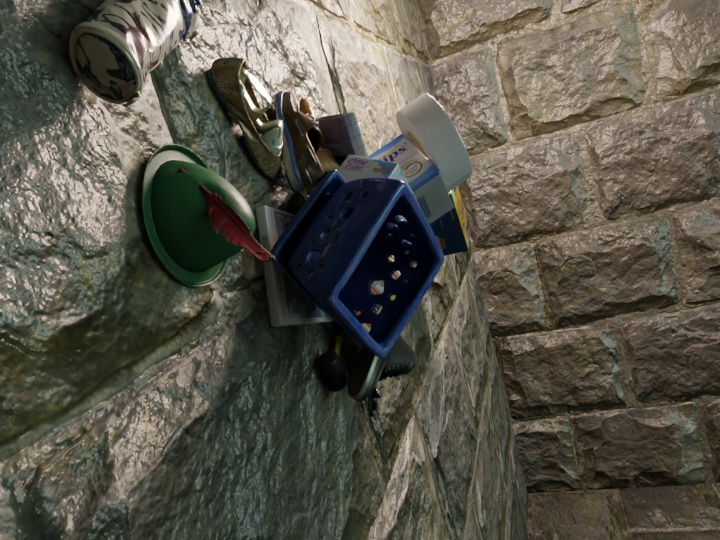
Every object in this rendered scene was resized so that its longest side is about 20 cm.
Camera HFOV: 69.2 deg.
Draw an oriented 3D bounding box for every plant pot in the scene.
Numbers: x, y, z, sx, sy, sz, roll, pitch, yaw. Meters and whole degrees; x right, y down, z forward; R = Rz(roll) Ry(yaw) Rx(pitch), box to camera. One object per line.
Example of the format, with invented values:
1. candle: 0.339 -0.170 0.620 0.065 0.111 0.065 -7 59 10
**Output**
1. plant pot: -0.011 -0.021 0.807 0.202 0.177 0.201 -55 141 -13

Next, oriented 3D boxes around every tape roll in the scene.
1. tape roll: 0.156 -0.266 1.109 0.205 0.070 0.202 58 1 -1

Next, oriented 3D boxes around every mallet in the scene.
1. mallet: -0.043 0.123 0.968 0.203 0.040 0.067 -84 158 -48

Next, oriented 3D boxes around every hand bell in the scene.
1. hand bell: -0.089 -0.246 1.006 0.104 0.102 0.205 28 41 -63

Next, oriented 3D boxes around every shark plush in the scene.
1. shark plush: 0.025 0.187 1.068 0.083 0.088 0.206 147 -73 -72

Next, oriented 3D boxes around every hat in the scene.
1. hat: -0.138 -0.073 0.615 0.165 0.171 0.206 30 52 -63

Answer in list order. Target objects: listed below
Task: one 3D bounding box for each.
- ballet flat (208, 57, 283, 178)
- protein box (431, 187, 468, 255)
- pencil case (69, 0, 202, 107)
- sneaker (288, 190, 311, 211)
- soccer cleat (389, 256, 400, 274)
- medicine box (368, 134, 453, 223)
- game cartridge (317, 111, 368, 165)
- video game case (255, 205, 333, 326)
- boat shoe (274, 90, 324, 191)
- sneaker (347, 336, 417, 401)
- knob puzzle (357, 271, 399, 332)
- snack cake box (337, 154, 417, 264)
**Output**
1. ballet flat: -0.158 -0.232 0.805 0.072 0.063 0.202 -84 154 -44
2. protein box: 0.197 -0.154 1.519 0.137 0.195 0.201 -77 148 -49
3. pencil case: -0.243 -0.263 0.579 0.089 0.077 0.203 40 38 -29
4. sneaker: -0.054 -0.127 0.948 0.078 0.086 0.198 40 23 24
5. soccer cleat: 0.064 -0.007 1.279 0.086 0.067 0.202 -83 151 -49
6. medicine box: 0.070 -0.168 1.123 0.104 0.180 0.201 57 1 -42
7. game cartridge: -0.038 -0.238 1.026 0.199 0.037 0.133 -150 -138 -66
8. video game case: -0.105 -0.002 0.885 0.199 0.022 0.188 9 71 -69
9. boat shoe: -0.102 -0.232 0.909 0.073 0.070 0.205 67 10 -67
10. sneaker: 0.049 0.177 0.956 0.106 0.074 0.202 43 37 -13
11. knob puzzle: 0.000 0.000 0.971 0.216 0.030 0.225 24 50 -31
12. snack cake box: 0.044 -0.105 0.924 0.068 0.113 0.201 -55 140 -16
